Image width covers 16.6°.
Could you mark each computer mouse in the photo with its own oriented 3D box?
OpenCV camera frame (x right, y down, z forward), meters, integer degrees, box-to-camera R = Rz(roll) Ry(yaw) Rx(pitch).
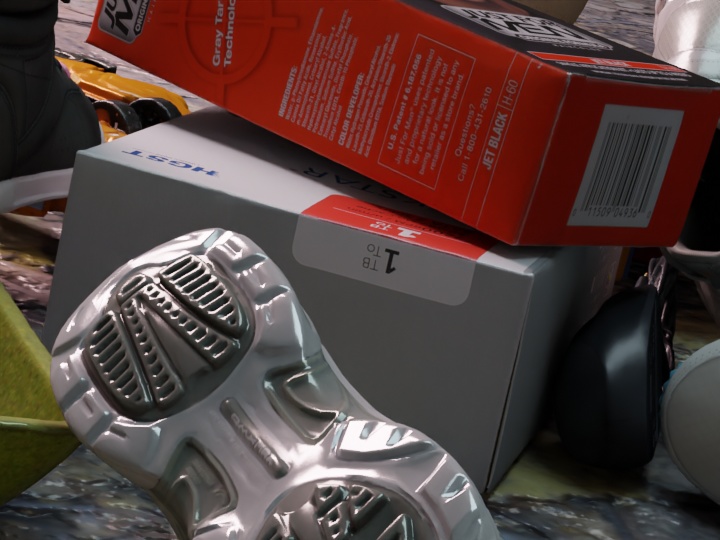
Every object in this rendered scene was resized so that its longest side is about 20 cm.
[{"bbox_3d":[0.094,0.027,0.890,0.034,0.059,0.200,0,10,11],"label":"computer mouse"}]

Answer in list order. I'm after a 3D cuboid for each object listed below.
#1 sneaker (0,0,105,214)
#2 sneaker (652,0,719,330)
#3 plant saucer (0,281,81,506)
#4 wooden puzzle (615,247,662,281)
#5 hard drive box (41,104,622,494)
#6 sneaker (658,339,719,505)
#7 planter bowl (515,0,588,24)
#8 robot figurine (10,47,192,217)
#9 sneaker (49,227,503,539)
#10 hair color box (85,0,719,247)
[{"bbox_3d":[-0.120,-0.079,0.835,0.071,0.099,0.200,15,11,5],"label":"sneaker"},{"bbox_3d":[0.138,-0.014,0.908,0.076,0.200,0.092,1,43,27],"label":"sneaker"},{"bbox_3d":[-0.192,0.021,0.662,0.200,0.048,0.200,7,15,-23],"label":"plant saucer"},{"bbox_3d":[0.084,-0.037,1.172,0.185,0.046,0.200,21,11,28],"label":"wooden puzzle"},{"bbox_3d":[0.000,0.000,0.863,0.156,0.077,0.200,15,14,11],"label":"hard drive box"},{"bbox_3d":[0.165,0.067,0.748,0.081,0.077,0.200,-3,19,-45],"label":"sneaker"},{"bbox_3d":[0.045,-0.175,1.492,0.200,0.135,0.200,13,13,-3],"label":"planter bowl"},{"bbox_3d":[-0.142,-0.059,1.010,0.200,0.058,0.145,22,16,31],"label":"robot figurine"},{"bbox_3d":[0.001,0.074,0.571,0.099,0.078,0.200,52,5,-41],"label":"sneaker"},{"bbox_3d":[0.013,-0.070,0.844,0.200,0.061,0.101,26,16,35],"label":"hair color box"}]
